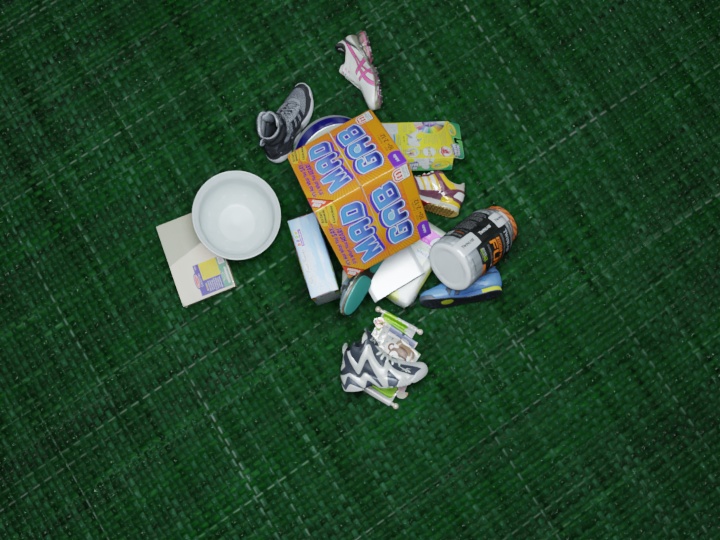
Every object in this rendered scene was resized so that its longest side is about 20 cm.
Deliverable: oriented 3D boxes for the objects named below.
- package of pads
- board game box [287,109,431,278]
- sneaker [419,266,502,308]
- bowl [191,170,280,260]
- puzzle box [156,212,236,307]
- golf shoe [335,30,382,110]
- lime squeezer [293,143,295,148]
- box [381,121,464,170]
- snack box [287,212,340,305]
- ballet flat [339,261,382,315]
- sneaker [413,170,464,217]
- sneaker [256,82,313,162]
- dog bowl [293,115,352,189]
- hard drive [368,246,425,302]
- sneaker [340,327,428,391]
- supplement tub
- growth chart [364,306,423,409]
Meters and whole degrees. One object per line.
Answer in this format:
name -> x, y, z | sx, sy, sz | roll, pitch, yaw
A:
package of pads -> 0.097, -0.032, 1.380 | 0.153, 0.068, 0.202 | 32, 85, 4
board game box -> -0.001, -0.156, 1.214 | 0.197, 0.201, 0.201 | -28, 47, 0
sneaker -> 0.228, 0.035, 1.382 | 0.196, 0.066, 0.080 | -11, 68, -1
bowl -> -0.283, -0.116, 1.364 | 0.197, 0.090, 0.206 | 3, 79, -13
puzzle box -> -0.383, -0.031, 1.394 | 0.131, 0.025, 0.203 | -20, 84, -4
golf shoe -> -0.002, -0.469, 1.430 | 0.090, 0.073, 0.204 | -16, 74, 4
lime squeezer -> -0.077, -0.241, 1.424 | 0.196, 0.038, 0.071 | 18, 52, 2
box -> 0.141, -0.293, 1.402 | 0.195, 0.049, 0.119 | -2, 59, 1
snack box -> -0.098, -0.018, 1.308 | 0.066, 0.200, 0.172 | -17, 82, -1
ballet flat -> 0.000, 0.000, 1.293 | 0.074, 0.074, 0.202 | 33, 83, 3
sneaker -> 0.149, -0.198, 1.403 | 0.197, 0.075, 0.092 | 21, 75, -5
sneaker -> -0.176, -0.358, 1.384 | 0.074, 0.114, 0.203 | 22, 85, 16
dog bowl -> -0.052, -0.241, 1.348 | 0.196, 0.079, 0.204 | -6, 117, -12
hard drive -> 0.039, -0.049, 1.336 | 0.130, 0.026, 0.202 | -29, 81, -1
sneaker -> 0.048, 0.190, 1.330 | 0.195, 0.079, 0.133 | -8, 93, 8
supplement tub -> 0.256, -0.056, 1.332 | 0.199, 0.123, 0.123 | -37, 85, -31
growth chart -> 0.067, 0.204, 1.379 | 0.142, 0.018, 0.203 | 21, 85, 1
